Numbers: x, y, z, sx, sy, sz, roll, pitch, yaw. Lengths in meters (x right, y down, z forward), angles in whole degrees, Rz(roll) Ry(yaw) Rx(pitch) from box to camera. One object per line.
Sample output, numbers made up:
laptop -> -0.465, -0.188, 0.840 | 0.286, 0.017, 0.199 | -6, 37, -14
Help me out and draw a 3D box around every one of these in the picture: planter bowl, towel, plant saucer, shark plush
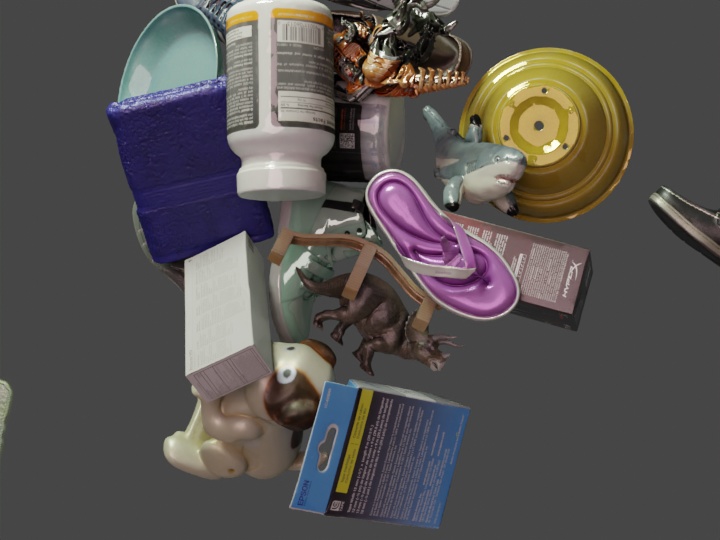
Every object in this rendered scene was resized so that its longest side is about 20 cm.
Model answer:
planter bowl -> 0.202, -0.156, 1.505 | 0.199, 0.083, 0.202 | 0, 88, 13
towel -> -0.188, -0.113, 1.511 | 0.147, 0.050, 0.201 | -12, 119, 2
plant saucer -> -0.217, -0.210, 1.589 | 0.199, 0.036, 0.201 | -14, 70, 44
shark plush -> 0.127, -0.132, 1.495 | 0.090, 0.200, 0.084 | 8, 117, -17

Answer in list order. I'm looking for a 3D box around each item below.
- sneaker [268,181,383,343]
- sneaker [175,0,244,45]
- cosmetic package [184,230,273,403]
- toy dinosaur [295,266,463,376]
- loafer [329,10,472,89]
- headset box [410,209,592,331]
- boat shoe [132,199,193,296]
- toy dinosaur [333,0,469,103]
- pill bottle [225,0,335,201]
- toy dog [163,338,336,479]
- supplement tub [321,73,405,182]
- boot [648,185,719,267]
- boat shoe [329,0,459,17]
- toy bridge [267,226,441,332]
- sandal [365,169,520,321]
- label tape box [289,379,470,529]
sneaker -> -0.037, -0.006, 1.556 | 0.117, 0.074, 0.202 | 4, 86, 19
sneaker -> -0.143, -0.295, 1.588 | 0.199, 0.084, 0.075 | 33, 95, 12
cosmetic package -> -0.144, 0.047, 1.463 | 0.082, 0.201, 0.051 | -23, 127, 11
toy dinosaur -> 0.011, 0.050, 1.541 | 0.200, 0.077, 0.102 | 43, 93, -3
loafer -> 0.029, -0.255, 1.554 | 0.199, 0.071, 0.074 | 11, 90, 13
headset box -> 0.148, -0.002, 1.475 | 0.199, 0.149, 0.078 | 15, 84, 12
boat shoe -> -0.199, -0.011, 1.604 | 0.074, 0.065, 0.202 | -40, 78, -1
toy dinosaur -> 0.035, -0.232, 1.461 | 0.199, 0.102, 0.136 | 28, 83, 15
pill bottle -> -0.085, -0.179, 1.430 | 0.116, 0.116, 0.202 | -1, 86, 13
toy dog -> -0.104, 0.155, 1.499 | 0.193, 0.140, 0.200 | 36, 137, -5
supplement tub -> -0.054, -0.164, 1.544 | 0.199, 0.122, 0.123 | 3, 89, 12
boot -> 0.430, -0.071, 1.457 | 0.203, 0.073, 0.154 | 35, 93, 5
boat shoe -> 0.016, -0.336, 1.564 | 0.199, 0.071, 0.073 | 17, 78, -7
toy bridge -> 0.000, 0.000, 1.503 | 0.199, 0.027, 0.067 | 24, 59, 0
sandal -> 0.077, -0.024, 1.390 | 0.203, 0.050, 0.083 | 43, 92, 14
label tape box -> 0.012, 0.198, 1.484 | 0.199, 0.066, 0.144 | 14, 92, -32
